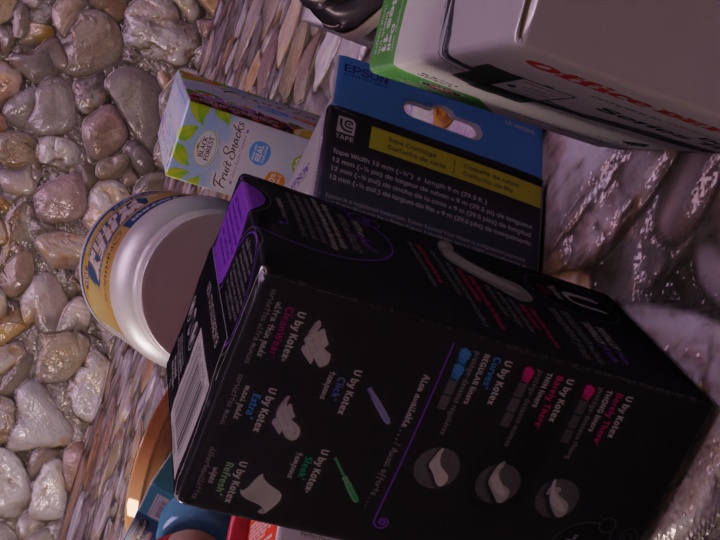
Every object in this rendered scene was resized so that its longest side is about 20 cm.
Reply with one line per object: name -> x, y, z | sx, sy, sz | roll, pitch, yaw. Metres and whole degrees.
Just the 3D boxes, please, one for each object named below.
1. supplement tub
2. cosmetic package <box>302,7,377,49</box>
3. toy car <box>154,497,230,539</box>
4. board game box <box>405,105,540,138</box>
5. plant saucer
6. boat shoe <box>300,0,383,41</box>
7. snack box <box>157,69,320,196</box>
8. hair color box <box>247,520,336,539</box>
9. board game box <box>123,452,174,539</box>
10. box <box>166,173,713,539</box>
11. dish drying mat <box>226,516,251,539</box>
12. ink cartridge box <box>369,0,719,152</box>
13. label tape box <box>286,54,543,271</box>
supplement tub -> -0.149, 0.007, 0.940 | 0.200, 0.145, 0.145 | 12, 85, 65
cosmetic package -> 0.043, -0.274, 0.901 | 0.113, 0.081, 0.200 | 25, 98, 42
toy car -> -0.166, 0.291, 0.794 | 0.184, 0.200, 0.177 | -98, -16, -68
board game box -> 0.086, -0.148, 0.775 | 0.200, 0.041, 0.200 | -121, 51, -68
plant saucer -> -0.211, 0.215, 1.270 | 0.200, 0.032, 0.200 | 16, -90, -81
boat shoe -> 0.031, -0.250, 0.805 | 0.200, 0.063, 0.073 | -41, 43, 30
snack box -> -0.061, -0.095, 0.916 | 0.169, 0.200, 0.068 | -123, 52, -70
hair color box -> -0.007, 0.168, 0.638 | 0.064, 0.111, 0.200 | 132, 151, -54
board game box -> -0.172, 0.206, 1.128 | 0.151, 0.047, 0.200 | -61, 0, 35
box -> 0.026, 0.050, 0.491 | 0.122, 0.200, 0.106 | -114, 43, -66
dish drying mat -> -0.056, 0.110, 0.725 | 0.077, 0.018, 0.200 | 59, -142, -60
ink cartridge box -> 0.104, -0.110, 0.497 | 0.200, 0.147, 0.083 | -154, 80, -74
label tape box -> 0.027, -0.011, 0.647 | 0.066, 0.143, 0.200 | 133, 149, -55
